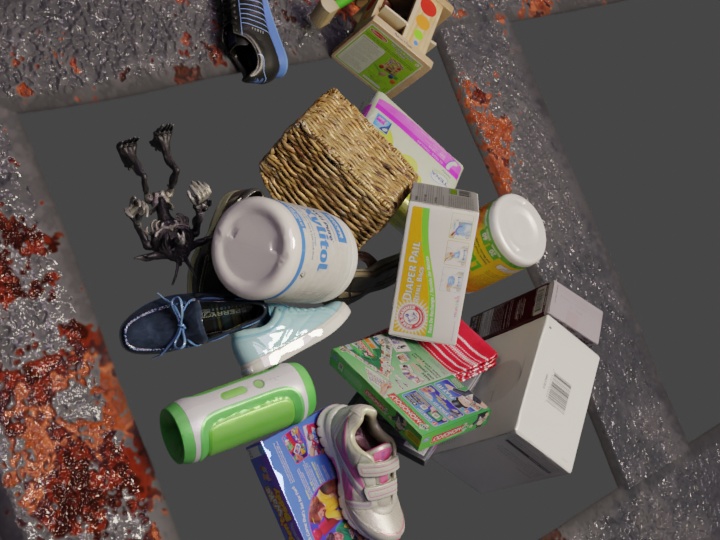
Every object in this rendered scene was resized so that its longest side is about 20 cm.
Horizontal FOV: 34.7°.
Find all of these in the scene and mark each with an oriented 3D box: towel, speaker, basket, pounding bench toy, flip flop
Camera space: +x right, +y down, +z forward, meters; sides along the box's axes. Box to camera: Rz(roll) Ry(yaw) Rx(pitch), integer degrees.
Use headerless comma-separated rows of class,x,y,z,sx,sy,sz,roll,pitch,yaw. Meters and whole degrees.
towel,0.089,0.123,1.698,0.198,0.023,0.145,-22,48,-29
speaker,-0.158,0.185,1.508,0.197,0.088,0.090,-17,83,-31
basket,-0.035,-0.137,1.702,0.200,0.143,0.149,43,33,-5
pounding bench toy,0.027,-0.412,1.855,0.199,0.124,0.158,34,56,-20
flip flop,0.000,0.000,1.714,0.198,0.081,0.058,-21,67,-45

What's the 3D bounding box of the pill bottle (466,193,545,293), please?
pill bottle,0.179,-0.030,1.768,0.110,0.199,0.113,17,61,-33

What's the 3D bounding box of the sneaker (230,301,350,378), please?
sneaker,-0.097,0.072,1.613,0.199,0.073,0.083,-29,95,-39

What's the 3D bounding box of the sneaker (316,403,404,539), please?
sneaker,0.012,0.270,1.549,0.081,0.088,0.203,-22,86,-39

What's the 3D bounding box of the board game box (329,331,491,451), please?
board game box,0.067,0.159,1.593,0.133,0.030,0.200,-14,42,-38

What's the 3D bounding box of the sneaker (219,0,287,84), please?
sneaker,-0.178,-0.376,1.728,0.077,0.070,0.203,-24,88,-45

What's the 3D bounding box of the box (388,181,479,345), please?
box,0.105,-0.009,1.661,0.099,0.204,0.113,9,19,2

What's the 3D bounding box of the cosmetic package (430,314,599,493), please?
cosmetic package,0.230,0.203,1.719,0.122,0.199,0.201,37,55,-21

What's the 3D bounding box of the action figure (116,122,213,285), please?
action figure,-0.261,-0.087,1.535,0.117,0.102,0.203,-18,82,-17

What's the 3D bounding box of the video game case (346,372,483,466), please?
video game case,0.079,0.177,1.685,0.141,0.019,0.200,25,50,19

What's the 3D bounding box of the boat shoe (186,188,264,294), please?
boat shoe,-0.183,-0.030,1.595,0.071,0.066,0.204,31,58,-25

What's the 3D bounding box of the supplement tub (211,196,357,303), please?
supplement tub,-0.099,-0.024,1.544,0.199,0.130,0.134,5,67,-65

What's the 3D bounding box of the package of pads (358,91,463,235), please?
package of pads,0.059,-0.159,1.818,0.199,0.068,0.156,39,54,-17

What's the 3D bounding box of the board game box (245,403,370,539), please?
board game box,-0.056,0.303,1.574,0.133,0.045,0.203,-22,86,-39

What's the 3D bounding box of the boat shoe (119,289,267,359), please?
boat shoe,-0.217,0.059,1.507,0.197,0.068,0.086,-20,100,-21

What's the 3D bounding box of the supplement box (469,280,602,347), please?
supplement box,0.266,0.093,1.787,0.108,0.199,0.062,30,57,-22
